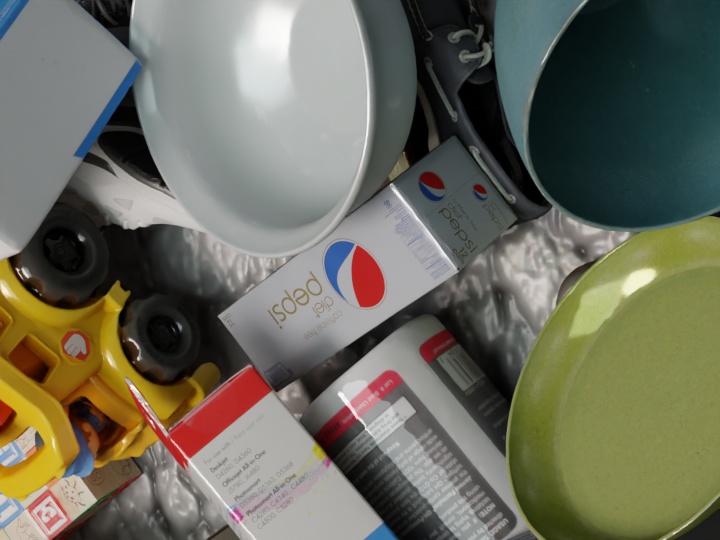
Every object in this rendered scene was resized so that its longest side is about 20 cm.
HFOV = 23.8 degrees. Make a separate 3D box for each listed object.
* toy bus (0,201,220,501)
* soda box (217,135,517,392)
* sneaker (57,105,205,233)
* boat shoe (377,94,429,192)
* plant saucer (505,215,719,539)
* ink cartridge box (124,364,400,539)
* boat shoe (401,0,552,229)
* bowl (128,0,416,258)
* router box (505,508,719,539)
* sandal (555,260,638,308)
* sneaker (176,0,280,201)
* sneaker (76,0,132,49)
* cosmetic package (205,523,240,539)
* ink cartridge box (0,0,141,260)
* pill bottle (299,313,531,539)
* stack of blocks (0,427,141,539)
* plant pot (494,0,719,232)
[{"bbox_3d":[-0.215,0.076,1.090,0.200,0.192,0.136,42,134,-16],"label":"toy bus"},{"bbox_3d":[0.000,0.000,1.025,0.064,0.068,0.200,53,138,-2],"label":"soda box"},{"bbox_3d":[-0.161,-0.046,1.140,0.200,0.076,0.116,26,125,21],"label":"sneaker"},{"bbox_3d":[-0.012,-0.131,1.031,0.065,0.073,0.201,-17,95,24],"label":"boat shoe"},{"bbox_3d":[0.159,0.066,0.923,0.031,0.200,0.200,30,123,-29],"label":"plant saucer"},{"bbox_3d":[-0.052,0.130,1.019,0.067,0.116,0.200,-39,82,-11],"label":"ink cartridge box"},{"bbox_3d":[0.065,-0.119,0.990,0.063,0.073,0.201,-2,111,49],"label":"boat shoe"},{"bbox_3d":[-0.034,-0.113,0.951,0.201,0.090,0.202,15,111,43],"label":"bowl"},{"bbox_3d":[0.196,0.194,0.963,0.200,0.052,0.158,-23,99,-1],"label":"router box"},{"bbox_3d":[0.175,0.087,1.003,0.082,0.055,0.200,-28,89,29],"label":"sandal"},{"bbox_3d":[-0.088,-0.136,1.044,0.088,0.075,0.201,-4,91,-2],"label":"sneaker"},{"bbox_3d":[-0.192,-0.162,1.089,0.200,0.115,0.075,-13,96,29],"label":"sneaker"},{"bbox_3d":[-0.058,0.273,1.146,0.103,0.087,0.201,14,108,24],"label":"cosmetic package"},{"bbox_3d":[-0.237,-0.071,1.007,0.084,0.146,0.200,40,151,-23],"label":"ink cartridge box"},{"bbox_3d":[0.064,0.134,1.038,0.111,0.111,0.200,-44,82,28],"label":"pill bottle"},{"bbox_3d":[-0.264,0.104,1.222,0.115,0.059,0.200,-39,84,29],"label":"stack of blocks"},{"bbox_3d":[0.151,-0.140,0.901,0.200,0.200,0.135,-53,42,26],"label":"plant pot"}]
